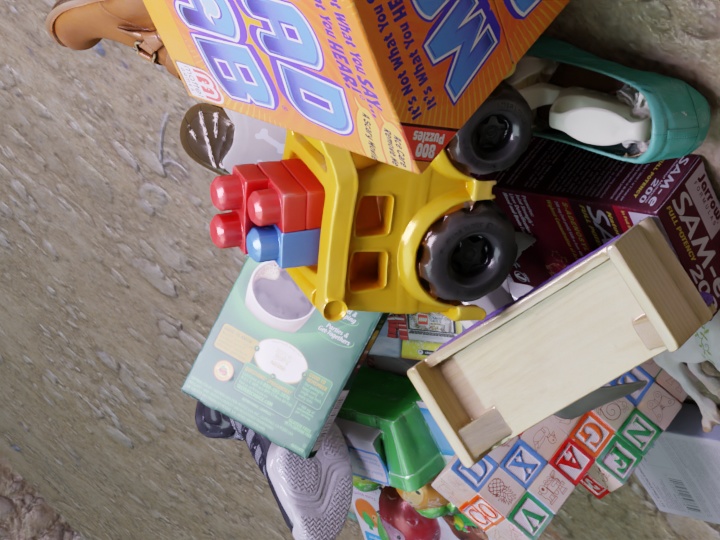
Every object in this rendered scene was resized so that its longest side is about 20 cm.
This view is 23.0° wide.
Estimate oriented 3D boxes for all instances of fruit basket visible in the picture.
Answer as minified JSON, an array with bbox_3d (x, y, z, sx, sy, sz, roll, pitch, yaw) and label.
[{"bbox_3d":[0.036,0.189,1.530,0.185,0.093,0.201,11,122,46],"label":"fruit basket"}]

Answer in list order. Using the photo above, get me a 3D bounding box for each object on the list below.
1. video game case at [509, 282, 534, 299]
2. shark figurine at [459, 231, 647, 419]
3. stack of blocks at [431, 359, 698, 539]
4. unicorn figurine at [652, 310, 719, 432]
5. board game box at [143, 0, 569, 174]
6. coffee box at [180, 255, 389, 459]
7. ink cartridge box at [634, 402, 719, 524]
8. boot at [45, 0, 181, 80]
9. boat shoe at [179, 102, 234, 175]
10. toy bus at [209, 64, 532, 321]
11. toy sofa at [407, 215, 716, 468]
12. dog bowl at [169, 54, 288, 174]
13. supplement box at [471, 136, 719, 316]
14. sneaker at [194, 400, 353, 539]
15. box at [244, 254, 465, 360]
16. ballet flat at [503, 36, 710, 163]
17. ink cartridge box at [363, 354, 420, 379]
[{"bbox_3d":[0.075,0.027,1.576,0.199,0.023,0.182,32,155,20],"label":"video game case"},{"bbox_3d":[0.112,0.022,1.298,0.215,0.090,0.128,47,-168,14],"label":"shark figurine"},{"bbox_3d":[0.163,0.127,1.396,0.115,0.200,0.059,40,156,3],"label":"stack of blocks"},{"bbox_3d":[0.244,0.057,1.331,0.138,0.074,0.200,54,140,-7],"label":"unicorn figurine"},{"bbox_3d":[-0.009,-0.218,1.057,0.199,0.200,0.200,22,150,37],"label":"board game box"},{"bbox_3d":[-0.044,0.035,1.412,0.122,0.201,0.044,27,-179,12],"label":"coffee box"},{"bbox_3d":[0.299,0.163,1.454,0.199,0.042,0.120,9,141,55],"label":"ink cartridge box"},{"bbox_3d":[-0.182,-0.207,1.516,0.155,0.077,0.200,37,149,-2],"label":"boot"},{"bbox_3d":[-0.061,-0.089,1.529,0.199,0.065,0.073,34,117,13],"label":"boat shoe"},{"bbox_3d":[-0.001,-0.069,1.160,0.136,0.191,0.201,-129,40,-55],"label":"toy bus"},{"bbox_3d":[0.138,0.047,1.212,0.200,0.097,0.083,-34,88,34],"label":"toy sofa"},{"bbox_3d":[-0.051,-0.153,1.255,0.058,0.201,0.200,-15,125,34],"label":"dog bowl"},{"bbox_3d":[0.171,-0.034,1.279,0.199,0.061,0.109,11,142,48],"label":"supplement box"},{"bbox_3d":[-0.076,0.143,1.494,0.114,0.075,0.201,-30,72,48],"label":"sneaker"},{"bbox_3d":[0.000,0.000,1.475,0.199,0.038,0.138,6,114,22],"label":"box"},{"bbox_3d":[0.134,-0.115,1.173,0.199,0.070,0.068,18,112,39],"label":"ballet flat"},{"bbox_3d":[0.094,0.110,1.561,0.199,0.084,0.146,30,154,22],"label":"ink cartridge box"}]
